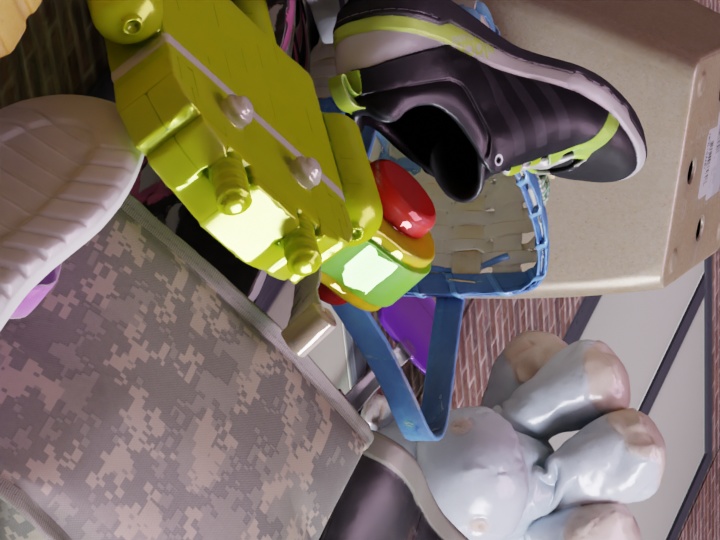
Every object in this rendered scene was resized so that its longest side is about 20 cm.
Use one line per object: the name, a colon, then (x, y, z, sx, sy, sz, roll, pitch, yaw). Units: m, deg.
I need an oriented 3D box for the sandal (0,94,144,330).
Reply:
sandal: (-0.155, 0.001, 1.142, 0.203, 0.082, 0.050, -54, 157, -41)

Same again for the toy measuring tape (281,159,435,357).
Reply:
toy measuring tape: (0.000, 0.000, 1.321, 0.200, 0.073, 0.074, -86, 179, -64)

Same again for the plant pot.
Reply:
plant pot: (0.123, -0.083, 1.697, 0.200, 0.177, 0.200, -26, 126, -64)

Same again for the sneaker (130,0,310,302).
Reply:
sneaker: (-0.056, -0.055, 1.373, 0.086, 0.080, 0.200, 25, 79, -71)

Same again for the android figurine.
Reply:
android figurine: (-0.057, -0.074, 1.230, 0.182, 0.041, 0.200, 43, 19, -35)

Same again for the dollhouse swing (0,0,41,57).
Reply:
dollhouse swing: (-0.097, -0.186, 1.070, 0.176, 0.181, 0.200, 53, 49, -39)

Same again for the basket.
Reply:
basket: (0.025, -0.034, 1.510, 0.176, 0.139, 0.200, 64, 35, -52)

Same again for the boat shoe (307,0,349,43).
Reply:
boat shoe: (0.012, -0.159, 1.399, 0.200, 0.091, 0.071, -3, 76, -88)

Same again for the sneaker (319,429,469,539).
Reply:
sneaker: (0.000, 0.160, 1.382, 0.106, 0.075, 0.200, -64, 149, -22)

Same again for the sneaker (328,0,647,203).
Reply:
sneaker: (0.056, -0.065, 1.386, 0.200, 0.072, 0.083, 23, 61, -36)

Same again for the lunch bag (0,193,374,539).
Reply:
lunch bag: (-0.113, 0.073, 1.229, 0.200, 0.117, 0.164, 51, 50, -31)

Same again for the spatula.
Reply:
spatula: (0.002, 0.071, 1.674, 0.057, 0.021, 0.200, 49, 48, -11)

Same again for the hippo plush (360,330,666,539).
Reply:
hippo plush: (0.067, 0.106, 1.742, 0.161, 0.200, 0.160, 14, 78, -45)

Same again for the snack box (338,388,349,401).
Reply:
snack box: (-0.016, 0.184, 1.553, 0.142, 0.053, 0.200, -131, -140, -59)
